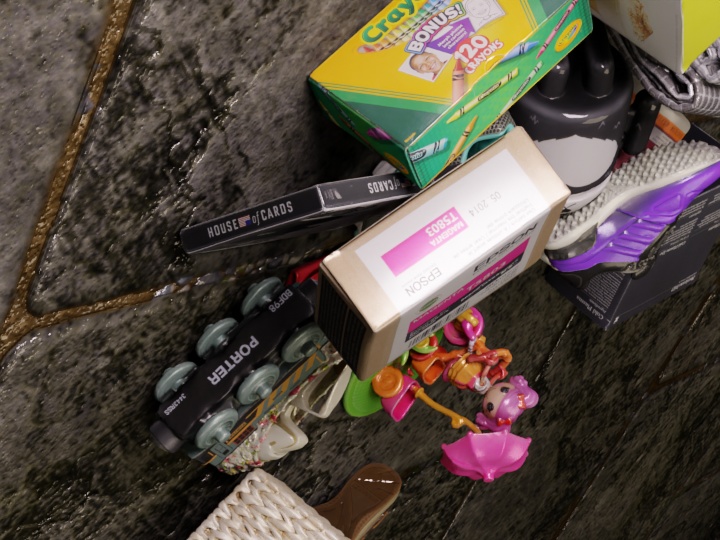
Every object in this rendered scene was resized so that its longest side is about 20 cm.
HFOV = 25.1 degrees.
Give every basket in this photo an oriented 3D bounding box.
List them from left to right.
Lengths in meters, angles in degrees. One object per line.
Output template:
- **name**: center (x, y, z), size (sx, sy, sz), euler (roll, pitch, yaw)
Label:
- **basket**: center (-0.079, 0.318, 1.618), size (0.161, 0.198, 0.200), euler (-50, 168, -6)

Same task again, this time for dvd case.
- **dvd case**: center (-0.026, -0.051, 1.311), size (0.150, 0.025, 0.200), euler (-16, 178, 37)

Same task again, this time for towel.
- **towel**: center (0.284, -0.226, 1.474), size (0.086, 0.200, 0.165), euler (-46, 157, 28)

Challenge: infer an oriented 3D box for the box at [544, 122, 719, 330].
- **box**: center (0.340, -0.054, 1.907), size (0.200, 0.104, 0.183), euler (-22, 143, -44)

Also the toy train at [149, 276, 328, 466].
- **toy train**: center (-0.099, 0.089, 1.428), size (0.200, 0.085, 0.114), euler (-44, 160, -3)

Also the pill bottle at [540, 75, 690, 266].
- **pill bottle**: center (0.233, -0.104, 1.653), size (0.200, 0.114, 0.114), euler (-53, 155, 8)

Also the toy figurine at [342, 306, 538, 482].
- **toy figurine**: center (0.113, 0.132, 1.710), size (0.200, 0.184, 0.150), euler (-46, 155, -6)

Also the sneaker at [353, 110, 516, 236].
- **sneaker**: center (0.067, -0.081, 1.444), size (0.077, 0.091, 0.200), euler (-6, 132, -54)

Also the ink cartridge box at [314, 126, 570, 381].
- **ink cartridge box**: center (0.063, -0.009, 1.316), size (0.200, 0.075, 0.165), euler (-34, 168, -12)

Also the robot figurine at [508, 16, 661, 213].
- **robot figurine**: center (0.187, -0.141, 1.511), size (0.125, 0.150, 0.200), euler (-48, 158, -33)

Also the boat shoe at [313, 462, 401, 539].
- **boat shoe**: center (-0.031, 0.302, 1.854), size (0.200, 0.072, 0.072), euler (-38, 153, -35)

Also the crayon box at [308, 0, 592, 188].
- **crayon box**: center (0.073, -0.173, 1.285), size (0.200, 0.119, 0.058), euler (-43, 146, -12)

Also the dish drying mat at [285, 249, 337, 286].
- **dish drying mat**: center (0.000, 0.000, 1.535), size (0.200, 0.018, 0.077), euler (-24, 146, -42)

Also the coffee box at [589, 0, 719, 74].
- **coffee box**: center (0.244, -0.319, 1.267), size (0.200, 0.198, 0.200), euler (-44, 154, -11)

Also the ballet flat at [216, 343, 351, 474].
- **ballet flat**: center (-0.064, 0.131, 1.564), size (0.200, 0.064, 0.076), euler (-53, 155, 10)

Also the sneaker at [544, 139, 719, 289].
- **sneaker**: center (0.274, -0.048, 1.588), size (0.200, 0.070, 0.100), euler (-28, 116, 6)
